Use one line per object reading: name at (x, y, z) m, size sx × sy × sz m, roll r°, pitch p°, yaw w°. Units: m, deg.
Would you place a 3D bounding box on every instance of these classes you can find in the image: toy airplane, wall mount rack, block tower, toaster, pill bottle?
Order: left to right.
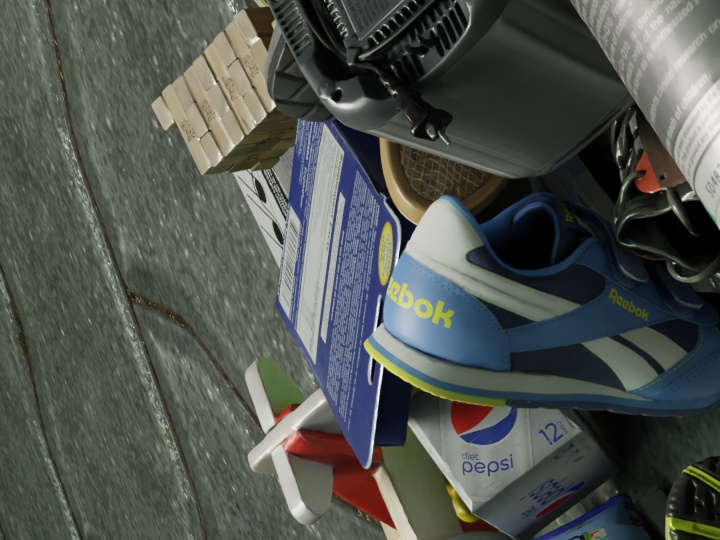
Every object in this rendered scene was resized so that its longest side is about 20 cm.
block tower at (-0.025, -0.121, 1.416) m, size 0.200 × 0.054 × 0.058 m, roll -41°, pitch 70°, yaw 39°
toy airplane at (0.030, 0.093, 1.521) m, size 0.201 × 0.141 × 0.199 m, roll 57°, pitch -163°, yaw -13°
toaster at (0.038, -0.120, 1.111) m, size 0.114 × 0.129 × 0.201 m, roll -42°, pitch 53°, yaw 25°
wall mount rack at (0.079, -0.025, 1.291) m, size 0.200 × 0.074 × 0.174 m, roll 55°, pitch 176°, yaw 33°
pill bottle at (0.132, -0.115, 1.005) m, size 0.201 × 0.113 × 0.113 m, roll 59°, pitch 161°, yaw 22°

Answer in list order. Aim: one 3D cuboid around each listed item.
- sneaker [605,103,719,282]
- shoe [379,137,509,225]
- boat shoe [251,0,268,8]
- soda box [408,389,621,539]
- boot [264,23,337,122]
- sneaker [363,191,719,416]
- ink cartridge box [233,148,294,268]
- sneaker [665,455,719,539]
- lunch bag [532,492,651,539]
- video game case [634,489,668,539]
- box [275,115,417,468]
sneaker at (0.131, -0.046, 1.142) m, size 0.200 × 0.081 × 0.077 m, roll 44°, pitch 152°, yaw 51°
shoe at (0.053, -0.096, 1.221) m, size 0.054 × 0.069 × 0.201 m, roll 92°, pitch -169°, yaw -58°
boat shoe at (-0.022, -0.132, 1.505) m, size 0.200 × 0.073 × 0.065 m, roll 56°, pitch 155°, yaw 30°
soda box at (0.077, 0.085, 1.363) m, size 0.064 × 0.068 × 0.200 m, roll 54°, pitch -177°, yaw 14°
boot at (-0.008, -0.178, 1.315) m, size 0.132 × 0.069 × 0.201 m, roll 39°, pitch 107°, yaw 54°
sneaker at (0.100, 0.013, 1.165) m, size 0.074 × 0.199 × 0.083 m, roll 31°, pitch 113°, yaw 55°
ink cartridge box at (-0.028, -0.027, 1.699) m, size 0.201 × 0.044 × 0.094 m, roll 63°, pitch 164°, yaw 11°
sneaker at (0.199, 0.181, 1.268) m, size 0.076 × 0.075 × 0.201 m, roll 81°, pitch 169°, yaw -80°
lunch bag at (0.060, 0.203, 1.344) m, size 0.151 × 0.199 × 0.095 m, roll -105°, pitch -1°, yaw -72°
video game case at (0.186, 0.227, 1.426) m, size 0.143 × 0.017 × 0.201 m, roll 51°, pitch 157°, yaw 42°
box at (0.000, 0.000, 1.289) m, size 0.200 × 0.032 × 0.122 m, roll -119°, pitch 35°, yaw -65°
